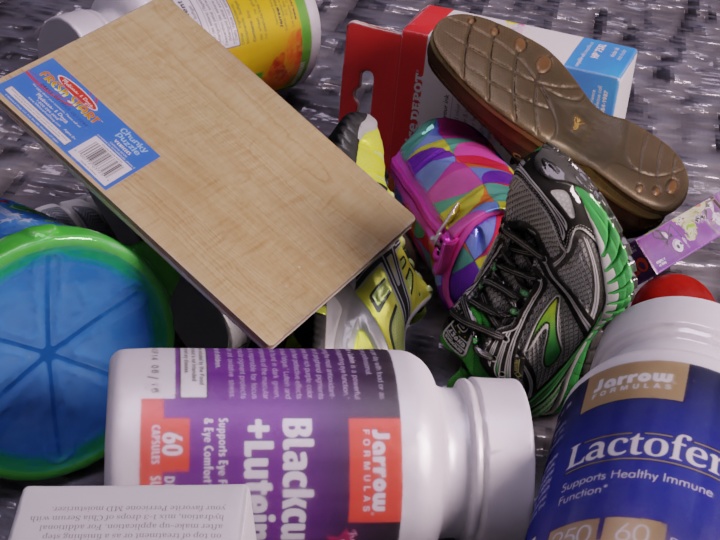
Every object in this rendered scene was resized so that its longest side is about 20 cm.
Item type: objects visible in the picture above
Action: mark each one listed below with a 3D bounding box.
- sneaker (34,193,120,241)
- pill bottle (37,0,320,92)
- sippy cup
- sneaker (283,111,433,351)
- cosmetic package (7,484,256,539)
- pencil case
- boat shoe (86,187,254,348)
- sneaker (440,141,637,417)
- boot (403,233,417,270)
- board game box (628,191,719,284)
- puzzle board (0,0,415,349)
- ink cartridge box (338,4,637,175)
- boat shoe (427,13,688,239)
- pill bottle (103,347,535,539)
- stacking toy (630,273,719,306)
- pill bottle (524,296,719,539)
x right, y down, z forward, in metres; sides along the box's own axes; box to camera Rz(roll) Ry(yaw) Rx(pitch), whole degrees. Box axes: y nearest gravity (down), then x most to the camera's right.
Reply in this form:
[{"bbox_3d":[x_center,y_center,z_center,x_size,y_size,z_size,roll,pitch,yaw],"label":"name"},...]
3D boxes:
[{"bbox_3d":[-0.169,-0.024,0.934,0.200,0.075,0.115,-26,18,-23],"label":"sneaker"},{"bbox_3d":[-0.138,-0.173,1.120,0.200,0.111,0.111,-22,41,-36],"label":"pill bottle"},{"bbox_3d":[-0.187,0.023,0.787,0.177,0.140,0.130,-7,25,-32],"label":"sippy cup"},{"bbox_3d":[0.000,0.000,0.865,0.076,0.075,0.201,12,64,-17],"label":"sneaker"},{"bbox_3d":[-0.097,0.179,0.567,0.101,0.071,0.200,-1,39,4],"label":"cosmetic package"},{"bbox_3d":[0.069,-0.033,0.926,0.088,0.089,0.200,0,20,-9],"label":"pencil case"},{"bbox_3d":[-0.110,-0.044,0.863,0.071,0.201,0.064,-14,16,48],"label":"boat shoe"},{"bbox_3d":[0.089,0.019,0.775,0.085,0.200,0.078,-19,49,-17],"label":"sneaker"},{"bbox_3d":[-0.057,-0.035,0.958,0.075,0.074,0.200,-30,48,-29],"label":"boot"},{"bbox_3d":[0.198,-0.019,0.929,0.200,0.120,0.032,-26,79,-39],"label":"board game box"},{"bbox_3d":[-0.082,-0.058,0.792,0.200,0.017,0.151,41,43,7],"label":"puzzle board"},{"bbox_3d":[0.088,-0.119,1.063,0.199,0.117,0.067,16,32,15],"label":"ink cartridge box"},{"bbox_3d":[0.121,-0.091,0.979,0.200,0.068,0.072,38,54,4],"label":"boat shoe"},{"bbox_3d":[-0.022,0.093,0.709,0.199,0.112,0.112,0,32,-8],"label":"pill bottle"},{"bbox_3d":[0.214,0.063,0.838,0.085,0.086,0.200,-7,27,-20],"label":"stacking toy"},{"bbox_3d":[0.140,0.109,0.683,0.115,0.116,0.200,12,40,11],"label":"pill bottle"}]
